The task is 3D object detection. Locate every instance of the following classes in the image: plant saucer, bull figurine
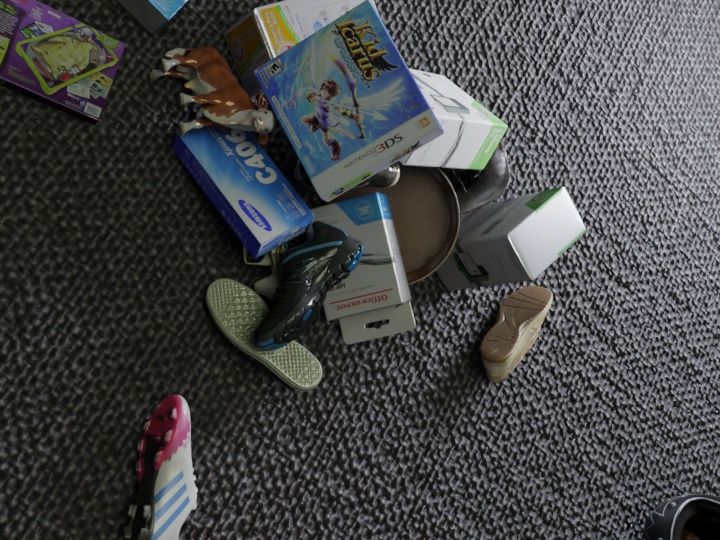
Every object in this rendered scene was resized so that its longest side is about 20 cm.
[{"bbox_3d":[0.049,-0.076,1.439,0.034,0.200,0.201,-3,80,-77],"label":"plant saucer"},{"bbox_3d":[-0.199,-0.234,1.315,0.121,0.065,0.200,-10,47,-33],"label":"bull figurine"}]

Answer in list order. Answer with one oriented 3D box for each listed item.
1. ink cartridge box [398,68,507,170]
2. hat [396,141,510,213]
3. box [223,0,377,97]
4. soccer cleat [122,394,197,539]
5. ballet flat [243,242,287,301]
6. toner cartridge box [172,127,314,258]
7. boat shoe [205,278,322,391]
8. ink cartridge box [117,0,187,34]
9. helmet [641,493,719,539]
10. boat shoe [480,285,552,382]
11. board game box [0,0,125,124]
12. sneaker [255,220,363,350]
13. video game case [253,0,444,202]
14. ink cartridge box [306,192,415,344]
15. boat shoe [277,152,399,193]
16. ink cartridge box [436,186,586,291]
[{"bbox_3d":[0.092,-0.219,1.399,0.145,0.084,0.200,44,28,28],"label":"ink cartridge box"},{"bbox_3d":[0.128,-0.151,1.526,0.200,0.081,0.201,4,62,-8],"label":"hat"},{"bbox_3d":[-0.079,-0.336,1.420,0.200,0.112,0.102,-25,97,-32],"label":"box"},{"bbox_3d":[-0.243,0.262,1.249,0.086,0.070,0.200,24,71,-43],"label":"soccer cleat"},{"bbox_3d":[-0.124,-0.013,1.372,0.075,0.068,0.200,-15,84,-11],"label":"ballet flat"},{"bbox_3d":[-0.160,-0.121,1.331,0.095,0.043,0.200,-31,75,-31],"label":"toner cartridge box"},{"bbox_3d":[-0.137,0.093,1.341,0.200,0.062,0.075,43,66,-1],"label":"boat shoe"},{"bbox_3d":[-0.259,-0.439,1.354,0.116,0.067,0.200,44,63,-17],"label":"ink cartridge box"},{"bbox_3d":[0.569,0.465,1.631,0.200,0.190,0.201,1,90,-68],"label":"helmet"},{"bbox_3d":[0.250,0.099,1.580,0.200,0.071,0.065,-45,140,-37],"label":"boat shoe"},{"bbox_3d":[-0.414,-0.282,1.255,0.200,0.032,0.120,23,74,-27],"label":"board game box"},{"bbox_3d":[-0.083,0.021,1.312,0.082,0.073,0.200,35,67,12],"label":"sneaker"},{"bbox_3d":[-0.017,-0.221,1.280,0.181,0.045,0.200,-30,80,9],"label":"video game case"},{"bbox_3d":[0.000,0.000,1.393,0.116,0.067,0.200,-14,88,12],"label":"ink cartridge box"},{"bbox_3d":[-0.043,-0.143,1.358,0.057,0.200,0.067,4,88,-60],"label":"boat shoe"},{"bbox_3d":[0.219,-0.046,1.503,0.146,0.200,0.084,-38,105,-30],"label":"ink cartridge box"}]
